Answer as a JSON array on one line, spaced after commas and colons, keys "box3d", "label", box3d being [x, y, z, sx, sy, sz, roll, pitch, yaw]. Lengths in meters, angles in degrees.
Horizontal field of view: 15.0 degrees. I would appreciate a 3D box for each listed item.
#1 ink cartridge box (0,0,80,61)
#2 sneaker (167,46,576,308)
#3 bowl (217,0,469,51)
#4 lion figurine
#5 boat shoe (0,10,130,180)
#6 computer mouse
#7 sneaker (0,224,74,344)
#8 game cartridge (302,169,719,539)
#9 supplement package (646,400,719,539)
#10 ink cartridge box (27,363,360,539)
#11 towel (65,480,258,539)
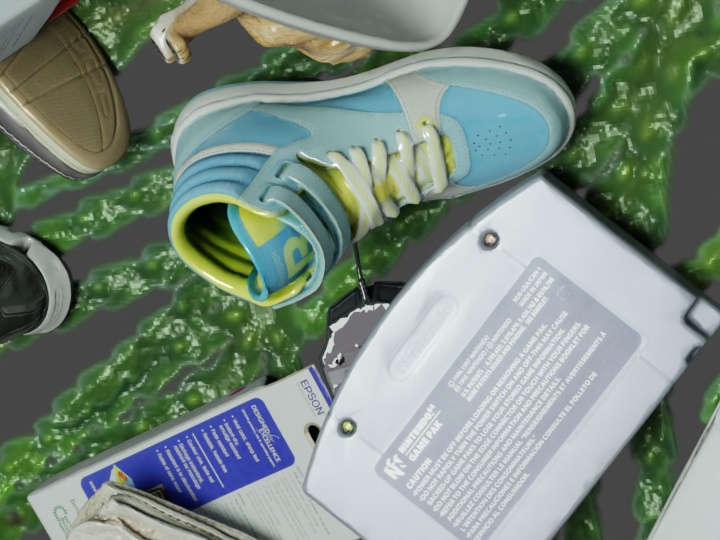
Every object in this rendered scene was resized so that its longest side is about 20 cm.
[{"box3d": [-0.237, -0.182, 1.305, 0.200, 0.175, 0.084, 52, 153, 0], "label": "ink cartridge box"}, {"box3d": [0.002, -0.036, 1.277, 0.198, 0.131, 0.080, -9, 123, 13], "label": "sneaker"}, {"box3d": [-0.032, -0.208, 1.213, 0.074, 0.199, 0.201, 4, 78, 60], "label": "bowl"}, {"box3d": [-0.068, -0.174, 1.292, 0.122, 0.072, 0.201, -35, 97, -10], "label": "lion figurine"}, {"box3d": [-0.200, -0.120, 1.389, 0.200, 0.072, 0.065, 45, 132, -3], "label": "boat shoe"}, {"box3d": [0.000, 0.000, 1.372, 0.058, 0.034, 0.201, -13, 97, 10], "label": "computer mouse"}, {"box3d": [-0.254, -0.008, 1.437, 0.199, 0.090, 0.067, 22, 115, 14], "label": "sneaker"}, {"box3d": [0.067, 0.057, 1.333, 0.133, 0.041, 0.200, 37, 103, -1], "label": "game cartridge"}, {"box3d": [0.208, 0.156, 1.294, 0.155, 0.111, 0.201, 30, 118, 10], "label": "supplement package"}, {"box3d": [-0.075, 0.120, 1.442, 0.199, 0.037, 0.095, -25, 98, 31], "label": "ink cartridge box"}, {"box3d": [-0.113, 0.201, 1.454, 0.132, 0.035, 0.201, 23, 129, -5], "label": "towel"}]
